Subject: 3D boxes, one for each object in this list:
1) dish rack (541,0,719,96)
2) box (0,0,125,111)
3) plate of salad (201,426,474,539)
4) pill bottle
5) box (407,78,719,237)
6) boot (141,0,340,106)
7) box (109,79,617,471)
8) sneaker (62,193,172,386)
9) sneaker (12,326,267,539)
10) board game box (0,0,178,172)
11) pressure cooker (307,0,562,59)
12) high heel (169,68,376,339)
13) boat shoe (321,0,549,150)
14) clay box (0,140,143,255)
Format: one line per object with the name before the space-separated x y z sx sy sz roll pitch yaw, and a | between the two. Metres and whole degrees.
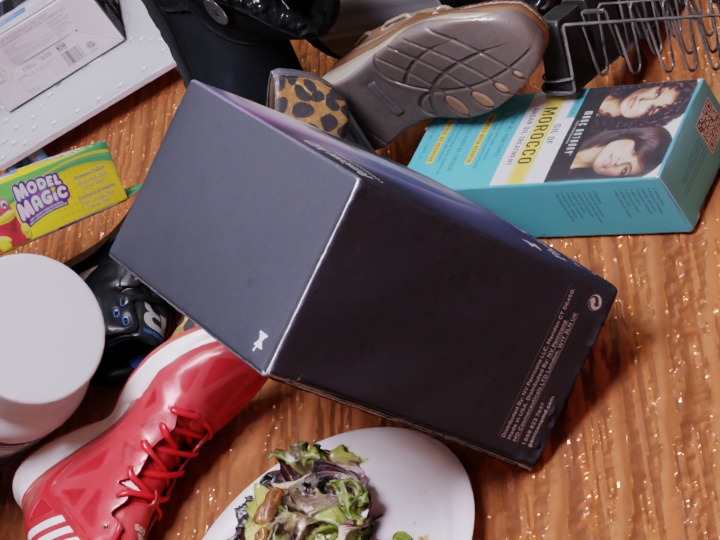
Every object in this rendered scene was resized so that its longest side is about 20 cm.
dish rack | 0.217 -0.163 1.463 0.199 0.055 0.153 0 29 39
box | -0.260 -0.227 1.941 0.116 0.060 0.200 -30 35 11
plate of salad | -0.028 0.162 1.355 0.199 0.048 0.200 -24 38 20
pill bottle | -0.235 0.063 1.524 0.113 0.113 0.200 -59 11 -28
box | 0.123 -0.066 1.478 0.199 0.049 0.082 -2 48 40
boot | -0.063 -0.152 1.580 0.076 0.200 0.168 -41 20 -20
box | 0.000 0.000 1.356 0.200 0.198 0.124 33 100 53
sneaker | -0.130 0.005 1.609 0.200 0.073 0.112 -42 38 9
sneaker | -0.121 0.125 1.471 0.200 0.078 0.116 -40 42 18
board game box | -0.206 -0.175 1.909 0.199 0.026 0.200 -30 35 11
pressure cooker | 0.056 -0.236 1.621 0.199 0.176 0.179 -4 43 37
high heel | -0.077 -0.032 1.533 0.200 0.143 0.071 -39 35 -3
boat shoe | 0.044 -0.137 1.516 0.200 0.076 0.072 -14 36 48
clay box | -0.243 -0.033 1.574 0.115 0.048 0.200 -15 10 43
